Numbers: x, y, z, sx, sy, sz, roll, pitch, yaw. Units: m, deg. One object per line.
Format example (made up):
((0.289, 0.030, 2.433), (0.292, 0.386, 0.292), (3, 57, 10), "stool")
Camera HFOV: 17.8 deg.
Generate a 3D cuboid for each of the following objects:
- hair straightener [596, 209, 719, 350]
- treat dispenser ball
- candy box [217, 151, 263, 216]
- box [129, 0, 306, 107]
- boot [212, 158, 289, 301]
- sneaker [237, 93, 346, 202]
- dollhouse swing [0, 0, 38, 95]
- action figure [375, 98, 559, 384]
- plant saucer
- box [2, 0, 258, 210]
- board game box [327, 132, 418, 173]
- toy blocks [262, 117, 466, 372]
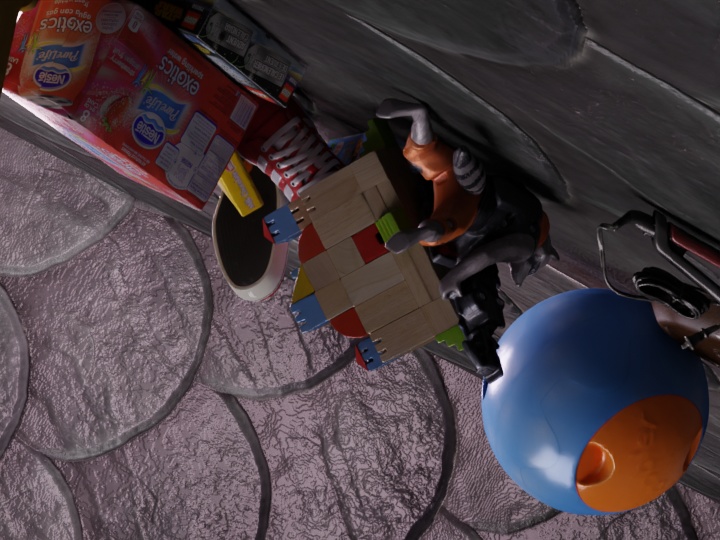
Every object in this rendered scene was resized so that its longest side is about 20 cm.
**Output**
((0.246, 0.023, 1.623), (0.200, 0.077, 0.041), (29, -170, -15), "hair straightener")
((0.207, 0.115, 2.028), (0.201, 0.201, 0.201), (28, 175, 3), "treat dispenser ball")
((-0.143, -0.130, 1.926), (0.102, 0.026, 0.200), (61, 174, -36), "candy box")
((-0.155, -0.196, 1.777), (0.200, 0.040, 0.137), (24, 174, 34), "box")
((-0.067, -0.045, 2.037), (0.072, 0.200, 0.144), (-17, 147, 23), "boot")
((-0.044, -0.082, 1.896), (0.200, 0.071, 0.112), (51, 176, -24), "sneaker")
((-0.306, -0.198, 1.524), (0.182, 0.176, 0.200), (26, 177, 3), "dollhouse swing")
((0.091, -0.026, 1.728), (0.193, 0.105, 0.200), (24, -137, -53), "action figure")
((0.324, 0.067, 1.908), (0.200, 0.032, 0.200), (29, 175, 3), "plant saucer")
((-0.176, -0.134, 1.728), (0.095, 0.100, 0.200), (24, 174, 31), "box")
((0.051, -0.066, 1.978), (0.151, 0.037, 0.200), (31, 175, -12), "board game box")
((0.000, 0.000, 1.818), (0.200, 0.137, 0.100), (63, -155, 5), "toy blocks")
